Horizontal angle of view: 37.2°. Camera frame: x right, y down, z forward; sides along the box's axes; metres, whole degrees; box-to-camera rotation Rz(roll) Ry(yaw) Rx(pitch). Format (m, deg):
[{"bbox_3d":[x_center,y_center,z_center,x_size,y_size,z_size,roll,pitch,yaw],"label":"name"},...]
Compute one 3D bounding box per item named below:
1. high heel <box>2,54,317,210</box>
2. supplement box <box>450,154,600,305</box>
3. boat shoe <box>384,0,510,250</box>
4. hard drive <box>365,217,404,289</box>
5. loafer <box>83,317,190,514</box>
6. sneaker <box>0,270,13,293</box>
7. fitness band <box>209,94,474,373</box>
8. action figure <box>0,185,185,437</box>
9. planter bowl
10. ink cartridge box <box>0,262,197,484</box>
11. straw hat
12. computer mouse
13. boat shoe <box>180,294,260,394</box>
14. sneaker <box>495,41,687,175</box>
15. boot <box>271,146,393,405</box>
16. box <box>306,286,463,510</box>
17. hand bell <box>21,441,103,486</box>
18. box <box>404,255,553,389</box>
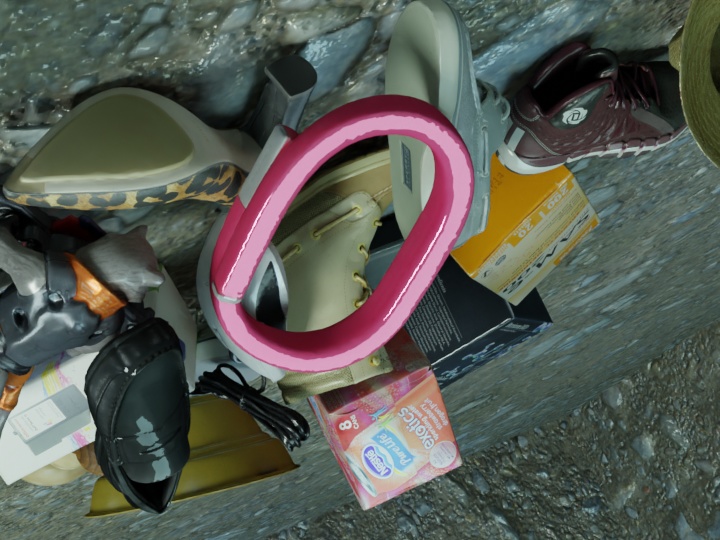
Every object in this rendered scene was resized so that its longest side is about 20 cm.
[{"bbox_3d":[-0.121,-0.050,0.652,0.198,0.072,0.143,-24,162,-28],"label":"high heel"},{"bbox_3d":[0.147,-0.046,0.999,0.126,0.074,0.200,-45,160,8],"label":"supplement box"},{"bbox_3d":[0.061,-0.096,0.714,0.071,0.070,0.203,-20,138,-18],"label":"boat shoe"},{"bbox_3d":[-0.025,0.008,1.032,0.197,0.033,0.140,-21,163,-16],"label":"hard drive"},{"bbox_3d":[-0.135,0.098,0.686,0.068,0.071,0.201,-30,159,-28],"label":"loafer"},{"bbox_3d":[-0.268,0.061,0.749,0.198,0.078,0.076,-28,151,-1],"label":"sneaker"},{"bbox_3d":[-0.011,-0.019,0.664,0.142,0.038,0.201,15,119,-31],"label":"fitness band"},{"bbox_3d":[-0.190,0.049,0.666,0.193,0.105,0.200,-39,133,15],"label":"action figure"},{"bbox_3d":[-0.158,0.159,0.971,0.197,0.085,0.200,-13,174,-1],"label":"planter bowl"},{"bbox_3d":[-0.226,0.084,0.816,0.198,0.068,0.117,-26,-158,3],"label":"ink cartridge box"},{"bbox_3d":[0.296,-0.175,0.844,0.198,0.204,0.085,-18,-158,-24],"label":"straw hat"},{"bbox_3d":[-0.086,0.046,0.757,0.044,0.109,0.202,-35,142,-29],"label":"computer mouse"},{"bbox_3d":[-0.132,0.056,0.942,0.073,0.088,0.202,8,164,-21],"label":"boat shoe"},{"bbox_3d":[0.206,-0.142,0.853,0.197,0.076,0.116,-20,159,-15],"label":"sneaker"},{"bbox_3d":[0.000,0.000,0.815,0.198,0.157,0.073,-25,178,5],"label":"boot"},{"bbox_3d":[0.002,0.098,0.929,0.093,0.104,0.200,-22,-154,-8],"label":"box"},{"bbox_3d":[-0.227,0.139,0.872,0.103,0.106,0.199,-16,-173,-29],"label":"hand bell"},{"bbox_3d":[0.099,0.060,1.238,0.199,0.108,0.148,-33,161,21],"label":"box"}]
